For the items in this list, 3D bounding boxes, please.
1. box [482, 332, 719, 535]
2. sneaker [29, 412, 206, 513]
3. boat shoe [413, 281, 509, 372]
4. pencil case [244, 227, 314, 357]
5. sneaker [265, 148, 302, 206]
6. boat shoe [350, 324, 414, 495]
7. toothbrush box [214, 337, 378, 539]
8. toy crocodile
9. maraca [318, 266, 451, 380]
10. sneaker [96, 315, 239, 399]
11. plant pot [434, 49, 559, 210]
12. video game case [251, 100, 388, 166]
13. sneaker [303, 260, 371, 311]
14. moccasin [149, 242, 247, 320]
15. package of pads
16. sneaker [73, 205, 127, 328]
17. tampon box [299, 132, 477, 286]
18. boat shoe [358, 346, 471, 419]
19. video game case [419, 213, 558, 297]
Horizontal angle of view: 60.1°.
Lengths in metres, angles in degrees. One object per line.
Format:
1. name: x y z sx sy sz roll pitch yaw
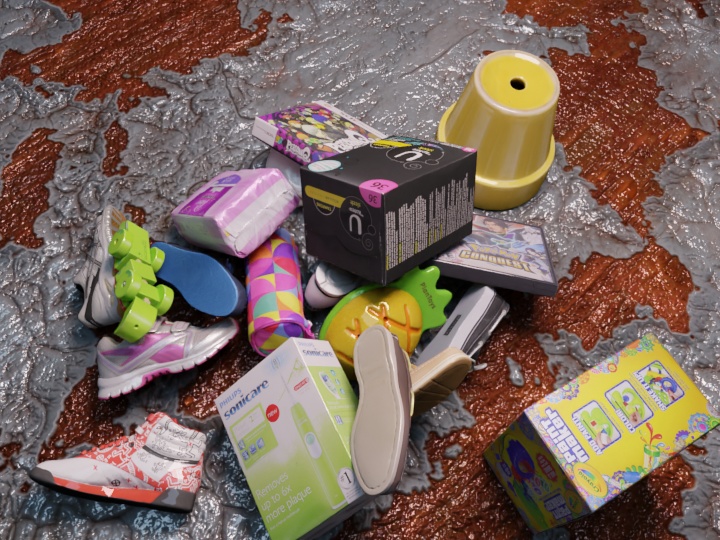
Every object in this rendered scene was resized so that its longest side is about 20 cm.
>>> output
1. box: 0.277 0.204 0.750 0.191 0.201 0.123 -26 66 -17
2. sneaker: -0.294 0.231 0.778 0.199 0.067 0.109 10 60 -2
3. boat shoe: 0.137 0.112 0.865 0.068 0.073 0.200 39 74 -14
4. pencil case: -0.117 0.028 0.861 0.087 0.089 0.201 -9 47 -8
5. sneaker: -0.059 -0.131 0.999 0.198 0.073 0.086 21 96 -1
6. boat shoe: 0.030 0.159 0.709 0.071 0.059 0.202 -27 44 26
7. toothbrush box: -0.069 0.206 0.757 0.145 0.086 0.201 -38 63 19
8. toy crocodile: -0.299 0.008 0.825 0.062 0.067 0.201 -40 48 16
9. maraca: 0.034 0.071 0.846 0.199 0.138 0.107 -34 32 -5
10. sneaker: -0.261 0.097 0.829 0.198 0.081 0.089 -20 88 -15
11. plant pot: 0.225 -0.231 0.989 0.198 0.189 0.203 2 61 -3
12. video game case: -0.044 -0.205 0.989 0.180 0.036 0.200 32 32 14
13. sneaker: 0.000 0.000 0.919 0.199 0.081 0.077 -21 68 -36
14. moccasin: -0.219 0.007 0.869 0.199 0.068 0.081 30 91 34
15. package of pads: -0.183 -0.085 0.890 0.120 0.076 0.199 -43 27 -22
16. sneaker: -0.375 -0.009 0.898 0.087 0.076 0.201 -24 53 8
17. tampon box: 0.041 -0.092 0.839 0.149 0.128 0.199 21 36 37
18. boat shoe: 0.050 0.152 0.794 0.200 0.073 0.070 -42 52 19
19. video game case: 0.182 -0.035 0.923 0.198 0.026 0.181 11 31 3
